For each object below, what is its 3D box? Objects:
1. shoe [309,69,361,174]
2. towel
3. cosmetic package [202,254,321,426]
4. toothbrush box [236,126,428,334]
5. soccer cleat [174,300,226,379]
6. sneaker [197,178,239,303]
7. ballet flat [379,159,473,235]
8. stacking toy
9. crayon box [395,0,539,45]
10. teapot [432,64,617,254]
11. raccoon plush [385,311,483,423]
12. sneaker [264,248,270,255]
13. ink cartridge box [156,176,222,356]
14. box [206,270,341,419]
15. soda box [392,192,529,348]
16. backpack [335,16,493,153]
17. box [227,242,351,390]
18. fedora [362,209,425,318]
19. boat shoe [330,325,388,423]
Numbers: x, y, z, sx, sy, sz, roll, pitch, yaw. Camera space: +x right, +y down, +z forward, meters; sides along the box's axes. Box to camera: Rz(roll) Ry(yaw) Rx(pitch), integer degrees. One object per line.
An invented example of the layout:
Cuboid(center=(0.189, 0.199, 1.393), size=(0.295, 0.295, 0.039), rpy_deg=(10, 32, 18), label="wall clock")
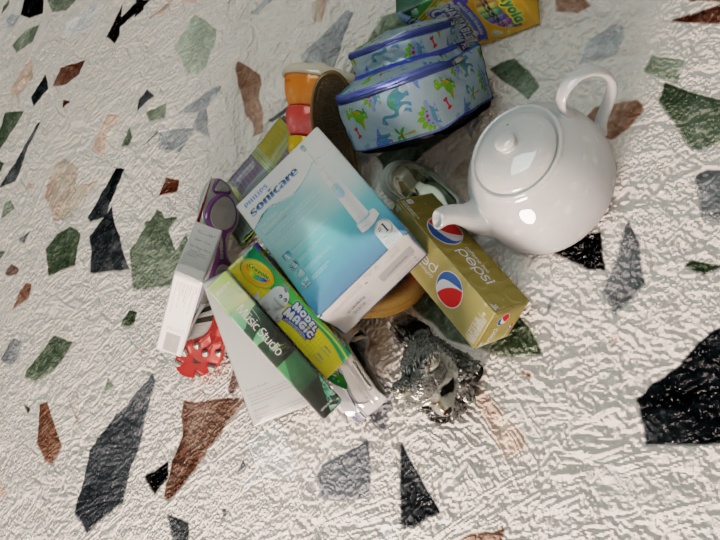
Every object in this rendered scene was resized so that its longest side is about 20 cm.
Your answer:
Cuboid(center=(-0.035, -0.188, 1.231), size=(0.068, 0.204, 0.054), rpy_deg=(-10, 26, -5), label="shoe")
Cuboid(center=(-0.158, -0.149, 1.398), size=(0.200, 0.023, 0.144), rpy_deg=(-47, 50, 10), label="towel")
Cuboid(center=(-0.124, 0.088, 1.137), size=(0.110, 0.081, 0.204), rpy_deg=(-18, 92, -3), label="cosmetic package")
Cuboid(center=(-0.037, -0.050, 1.052), size=(0.146, 0.085, 0.201), rpy_deg=(-43, 62, 4), label="toothbrush box")
Cuboid(center=(-0.220, 0.085, 1.307), size=(0.201, 0.068, 0.086), rpy_deg=(-55, 13, 29), label="soccer cleat")
Cuboid(center=(-0.248, -0.046, 1.370), size=(0.098, 0.074, 0.205), rpy_deg=(-7, 77, 44), label="sneaker")
Cuboid(center=(0.083, -0.110, 1.167), size=(0.070, 0.069, 0.200), rpy_deg=(-52, 48, 4), label="ballet flat")
Cuboid(center=(-0.067, -0.200, 1.296), size=(0.144, 0.145, 0.205), rpy_deg=(13, 91, 40), label="stacking toy")
Cuboid(center=(0.162, -0.374, 1.188), size=(0.197, 0.125, 0.053), rpy_deg=(-14, 61, 32), label="crayon box")
Cuboid(center=(0.206, -0.128, 1.029), size=(0.194, 0.145, 0.204), rpy_deg=(-1, 68, 36), label="teapot")
Cuboid(center=(0.056, 0.109, 1.039), size=(0.199, 0.133, 0.098), rpy_deg=(33, 91, 41), label="raccoon plush")
Cuboid(center=(-0.099, -0.024, 1.227), size=(0.200, 0.078, 0.085), rpy_deg=(-45, 30, -5), label="sneaker")
Cuboid(center=(-0.237, -0.003, 1.230), size=(0.201, 0.044, 0.179), rpy_deg=(119, 167, -51), label="ink cartridge box")
Cuboid(center=(-0.107, 0.085, 1.025), size=(0.036, 0.200, 0.144), rpy_deg=(-43, 6, -8), label="box")
Cuboid(center=(0.113, -0.003, 1.055), size=(0.201, 0.067, 0.065), rpy_deg=(52, 136, 28), label="soda box")
Cuboid(center=(0.061, -0.243, 1.133), size=(0.180, 0.150, 0.200), rpy_deg=(-12, 19, 32), label="backpack")
Cuboid(center=(-0.077, 0.055, 1.042), size=(0.048, 0.201, 0.117), rpy_deg=(-40, 6, -1), label="box")
Cuboid(center=(0.000, 0.000, 1.148), size=(0.195, 0.083, 0.204), rpy_deg=(0, 53, 0), label="fedora")
Cuboid(center=(-0.018, 0.103, 1.151), size=(0.065, 0.073, 0.203), rpy_deg=(-33, 63, 14), label="boat shoe")
